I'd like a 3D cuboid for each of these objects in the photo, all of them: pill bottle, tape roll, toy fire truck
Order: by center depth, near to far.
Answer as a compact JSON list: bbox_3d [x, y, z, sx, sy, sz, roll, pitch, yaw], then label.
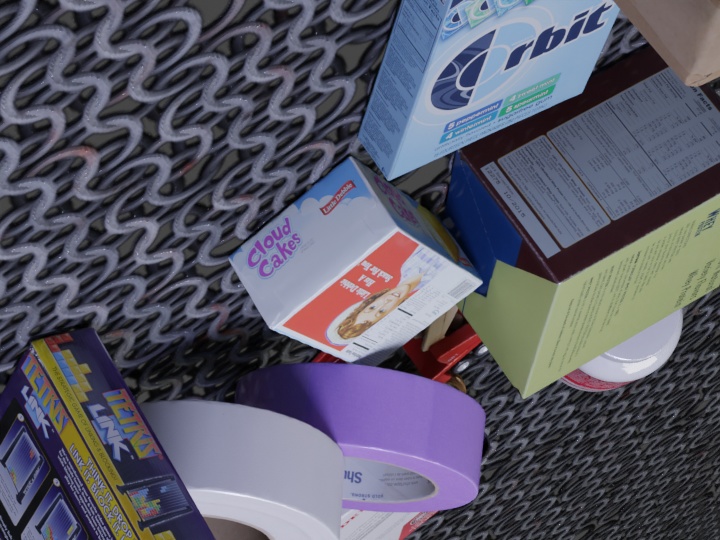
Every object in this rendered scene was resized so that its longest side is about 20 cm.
[{"bbox_3d":[-0.112,0.167,1.537,0.201,0.071,0.203,4,154,2],"label":"tape roll"},{"bbox_3d":[-0.003,0.134,1.628,0.199,0.066,0.200,7,161,2],"label":"tape roll"},{"bbox_3d":[0.065,0.043,1.716,0.200,0.049,0.141,-41,158,12],"label":"toy fire truck"},{"bbox_3d":[0.215,0.043,1.792,0.112,0.113,0.200,-33,176,-6],"label":"pill bottle"}]

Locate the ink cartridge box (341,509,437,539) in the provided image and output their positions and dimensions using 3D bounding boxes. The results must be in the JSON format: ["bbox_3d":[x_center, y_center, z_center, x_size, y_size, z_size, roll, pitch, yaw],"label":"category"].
[{"bbox_3d":[-0.017,0.210,1.897,0.147,0.083,0.200,-39,159,7],"label":"ink cartridge box"}]

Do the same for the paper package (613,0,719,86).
[{"bbox_3d":[0.202,-0.225,1.145,0.190,0.200,0.104,-25,157,-27],"label":"paper package"}]

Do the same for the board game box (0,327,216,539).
[{"bbox_3d":[-0.183,0.168,1.391,0.056,0.201,0.166,-11,149,-41],"label":"board game box"}]

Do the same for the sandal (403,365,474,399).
[{"bbox_3d":[0.068,0.110,1.839,0.200,0.081,0.055,3,97,-75],"label":"sandal"}]

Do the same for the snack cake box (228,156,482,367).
[{"bbox_3d":[0.000,0.000,1.501,0.115,0.067,0.200,-37,159,10],"label":"snack cake box"}]

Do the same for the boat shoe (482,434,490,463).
[{"bbox_3d":[0.066,0.156,1.839,0.063,0.073,0.200,-33,165,12],"label":"boat shoe"}]

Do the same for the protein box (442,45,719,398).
[{"bbox_3d":[0.181,-0.039,1.598,0.199,0.135,0.199,-28,157,-17],"label":"protein box"}]

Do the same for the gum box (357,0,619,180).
[{"bbox_3d":[0.094,-0.159,1.339,0.169,0.045,0.200,-25,158,-25],"label":"gum box"}]
